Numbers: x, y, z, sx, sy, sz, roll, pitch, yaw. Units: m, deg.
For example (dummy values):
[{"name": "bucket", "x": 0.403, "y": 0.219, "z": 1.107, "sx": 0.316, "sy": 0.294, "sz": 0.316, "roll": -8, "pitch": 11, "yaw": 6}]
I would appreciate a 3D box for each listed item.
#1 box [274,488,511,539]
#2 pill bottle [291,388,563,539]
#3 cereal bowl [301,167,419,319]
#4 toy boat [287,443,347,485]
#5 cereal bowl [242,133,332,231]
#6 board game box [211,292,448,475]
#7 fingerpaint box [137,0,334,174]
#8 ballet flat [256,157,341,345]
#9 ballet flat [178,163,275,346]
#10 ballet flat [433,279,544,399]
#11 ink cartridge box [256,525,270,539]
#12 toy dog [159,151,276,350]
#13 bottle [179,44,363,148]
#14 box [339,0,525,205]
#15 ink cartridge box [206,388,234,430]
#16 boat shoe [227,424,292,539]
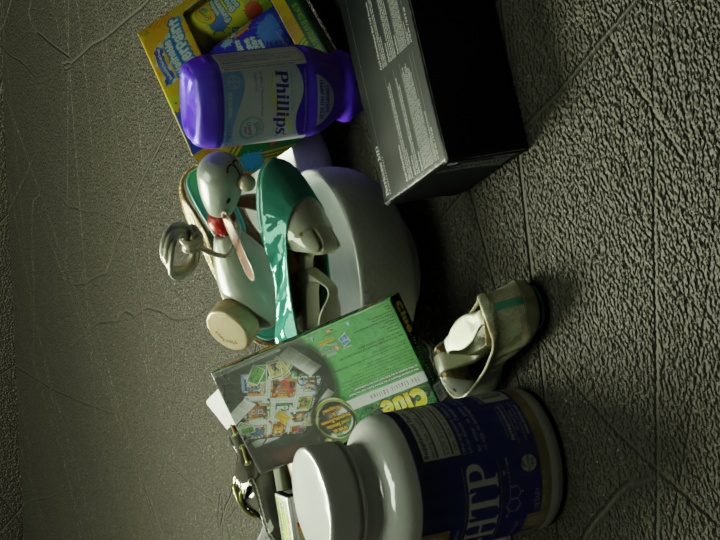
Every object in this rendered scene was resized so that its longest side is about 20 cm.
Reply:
[{"name": "box", "x": 0.032, "y": 0.225, "z": 1.443, "sx": 0.035, "sy": 0.199, "sz": 0.111, "roll": 179, "pitch": 81, "yaw": -68}, {"name": "pill bottle", "x": 0.052, "y": 0.170, "z": 1.367, "sx": 0.120, "sy": 0.199, "sz": 0.120, "roll": 171, "pitch": 90, "yaw": -69}, {"name": "cereal bowl", "x": 0.000, "y": 0.000, "z": 1.575, "sx": 0.200, "sy": 0.083, "sz": 0.201, "roll": 171, "pitch": 90, "yaw": -70}, {"name": "toy boat", "x": 0.016, "y": 0.213, "z": 1.538, "sx": 0.131, "sy": 0.130, "sz": 0.201, "roll": 57, "pitch": -166, "yaw": -54}, {"name": "cereal bowl", "x": -0.087, "y": -0.078, "z": 1.757, "sx": 0.200, "sy": 0.083, "sz": 0.201, "roll": 3, "pitch": 94, "yaw": 53}, {"name": "board game box", "x": -0.029, "y": 0.101, "z": 1.473, "sx": 0.199, "sy": 0.023, "sz": 0.105, "roll": -23, "pitch": 92, "yaw": 29}, {"name": "fingerpaint box", "x": -0.115, "y": -0.206, "z": 1.683, "sx": 0.073, "sy": 0.166, "sz": 0.200, "roll": 48, "pitch": -168, "yaw": -49}, {"name": "ballet flat", "x": -0.046, "y": -0.003, "z": 1.503, "sx": 0.070, "sy": 0.067, "sz": 0.201, "roll": 4, "pitch": 104, "yaw": 41}, {"name": "ballet flat", "x": -0.124, "y": -0.013, "z": 1.692, "sx": 0.065, "sy": 0.070, "sz": 0.201, "roll": 119, "pitch": 129, "yaw": -73}, {"name": "ballet flat", "x": 0.092, "y": 0.063, "z": 1.411, "sx": 0.200, "sy": 0.062, "sz": 0.068, "roll": 118, "pitch": 137, "yaw": -58}, {"name": "ink cartridge box", "x": -0.015, "y": 0.363, "z": 1.742, "sx": 0.084, "sy": 0.175, "sz": 0.201, "roll": -64, "pitch": -26, "yaw": -71}, {"name": "toy dog", "x": -0.094, "y": -0.010, "z": 1.552, "sx": 0.200, "sy": 0.096, "sz": 0.132, "roll": 62, "pitch": -136, "yaw": -55}, {"name": "bottle", "x": -0.063, "y": -0.162, "z": 1.528, "sx": 0.065, "sy": 0.199, "sz": 0.084, "roll": -133, "pitch": 40, "yaw": -56}, {"name": "box", "x": 0.055, "y": -0.171, "z": 1.392, "sx": 0.141, "sy": 0.078, "sz": 0.201, "roll": 151, "pitch": 109, "yaw": -65}, {"name": "ink cartridge box", "x": -0.074, "y": 0.167, "z": 1.711, "sx": 0.163, "sy": 0.057, "sz": 0.200, "roll": 52, "pitch": 162, "yaw": 2}, {"name": "boat shoe", "x": -0.090, "y": 0.201, "z": 1.591, "sx": 0.201, "sy": 0.060, "sz": 0.072, "roll": -106, "pitch": -7, "yaw": -63}]
